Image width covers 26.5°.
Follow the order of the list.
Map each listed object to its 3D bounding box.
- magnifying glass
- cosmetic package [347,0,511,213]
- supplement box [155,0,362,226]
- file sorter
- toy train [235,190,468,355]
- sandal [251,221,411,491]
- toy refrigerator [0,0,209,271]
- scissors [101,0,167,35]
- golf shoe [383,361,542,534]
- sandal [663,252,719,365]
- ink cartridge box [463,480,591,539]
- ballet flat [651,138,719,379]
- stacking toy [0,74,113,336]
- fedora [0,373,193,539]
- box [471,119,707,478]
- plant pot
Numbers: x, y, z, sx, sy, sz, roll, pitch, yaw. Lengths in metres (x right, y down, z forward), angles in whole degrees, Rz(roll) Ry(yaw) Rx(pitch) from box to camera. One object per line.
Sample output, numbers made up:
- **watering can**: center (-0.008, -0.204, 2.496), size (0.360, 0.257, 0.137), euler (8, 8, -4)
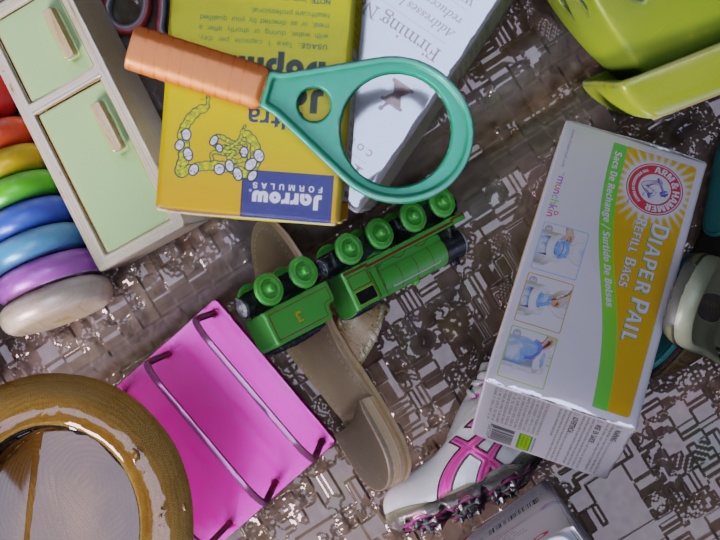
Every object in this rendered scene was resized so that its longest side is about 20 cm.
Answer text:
- **magnifying glass**: center (-0.033, -0.094, 0.847), size (0.198, 0.022, 0.080), euler (17, 93, 1)
- **cosmetic package**: center (-0.008, -0.166, 1.045), size (0.167, 0.166, 0.201), euler (34, 94, 1)
- **supplement box**: center (-0.055, -0.131, 0.911), size (0.108, 0.109, 0.203), euler (4, 92, 2)
- **file sorter**: center (-0.139, 0.140, 1.079), size (0.200, 0.125, 0.139), euler (-41, 89, 3)
- **toy train**: center (0.000, 0.000, 1.066), size (0.199, 0.042, 0.057), euler (-27, 89, -32)
- **sandal**: center (-0.005, 0.052, 1.107), size (0.069, 0.078, 0.213), euler (-19, 74, -32)
- **toy refrigerator**: center (-0.193, -0.107, 1.097), size (0.075, 0.070, 0.202), euler (-26, 90, 12)
- **scissors**: center (-0.156, -0.267, 1.126), size (0.072, 0.014, 0.203), euler (0, 91, 5)
- **golf shoe**: center (0.097, 0.117, 1.102), size (0.199, 0.073, 0.093), euler (-30, 71, -3)
- **sandal**: center (0.263, 0.033, 1.018), size (0.057, 0.200, 0.081), euler (15, 96, 34)
- **ink cartridge box**: center (0.098, 0.229, 1.034), size (0.147, 0.200, 0.086), euler (-36, 90, 3)
- **ballet flat**: center (0.268, -0.008, 1.097), size (0.072, 0.068, 0.202), euler (20, 88, -19)
- **stacking toy**: center (-0.249, -0.059, 1.109), size (0.085, 0.085, 0.202), euler (-20, 84, 3)
- **fedora**: center (-0.193, 0.167, 0.980), size (0.198, 0.082, 0.203), euler (0, 85, 4)
- **box**: center (0.154, 0.018, 1.034), size (0.100, 0.113, 0.202), euler (17, 67, 6)
- **plant pot**: center (0.220, -0.212, 1.024), size (0.197, 0.200, 0.183), euler (-20, 96, 2)
